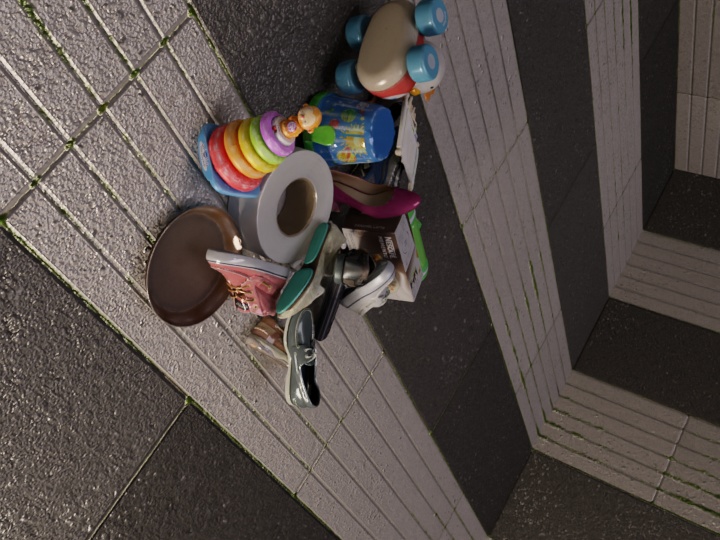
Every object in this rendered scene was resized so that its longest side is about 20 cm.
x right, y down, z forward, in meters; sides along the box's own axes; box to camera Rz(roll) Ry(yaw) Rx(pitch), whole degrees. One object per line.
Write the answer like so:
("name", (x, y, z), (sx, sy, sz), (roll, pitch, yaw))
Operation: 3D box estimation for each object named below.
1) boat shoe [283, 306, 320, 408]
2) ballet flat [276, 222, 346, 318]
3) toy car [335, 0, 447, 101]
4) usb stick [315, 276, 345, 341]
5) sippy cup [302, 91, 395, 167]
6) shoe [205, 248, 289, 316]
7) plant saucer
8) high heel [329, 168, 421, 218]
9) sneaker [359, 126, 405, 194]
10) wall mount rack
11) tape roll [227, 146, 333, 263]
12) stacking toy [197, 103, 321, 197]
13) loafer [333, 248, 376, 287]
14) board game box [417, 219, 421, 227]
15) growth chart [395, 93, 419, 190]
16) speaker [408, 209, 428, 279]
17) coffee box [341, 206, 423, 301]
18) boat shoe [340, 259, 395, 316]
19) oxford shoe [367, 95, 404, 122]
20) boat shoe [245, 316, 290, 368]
("boat shoe", (-0.099, 0.159, 1.401), (0.073, 0.062, 0.201), (-10, 107, -50))
("ballet flat", (-0.077, 0.007, 1.316), (0.062, 0.067, 0.201), (39, 65, -29))
("toy car", (0.091, -0.363, 1.365), (0.200, 0.183, 0.178), (31, 65, -49))
("usb stick", (-0.058, 0.064, 1.504), (0.056, 0.032, 0.201), (-60, 172, -45))
("sippy cup", (-0.014, -0.247, 1.350), (0.178, 0.130, 0.140), (-59, 144, -32))
("shoe", (-0.189, 0.023, 1.246), (0.200, 0.071, 0.092), (19, 85, -63))
("plant saucer", (-0.269, -0.009, 1.205), (0.200, 0.032, 0.201), (-34, 134, -44))
("high heel", (0.010, -0.149, 1.403), (0.096, 0.199, 0.068), (74, 18, -52))
("sneaker", (0.045, -0.226, 1.522), (0.079, 0.089, 0.201), (83, 21, -44))
("wall mount rack", (-0.098, 0.006, 1.442), (0.200, 0.074, 0.174), (-49, 176, -28))
("tape roll", (-0.135, -0.116, 1.313), (0.202, 0.070, 0.204), (-33, 133, -45))
("stacking toy", (-0.137, -0.194, 1.132), (0.109, 0.199, 0.117), (4, 70, -55))
("loafer", (0.000, 0.000, 1.373), (0.200, 0.062, 0.072), (-18, 113, -79))
("board game box", (0.051, -0.081, 1.642), (0.154, 0.040, 0.200), (-64, 148, -9))
("growth chart", (0.096, -0.249, 1.498), (0.200, 0.018, 0.146), (62, 35, -67))
("speaker", (0.089, -0.061, 1.593), (0.089, 0.088, 0.201), (-51, 143, -28))
("coffee box", (0.048, -0.037, 1.502), (0.201, 0.114, 0.080), (72, 32, -45))
("boat shoe", (0.028, 0.037, 1.480), (0.067, 0.200, 0.074), (38, 63, -10))
("oxford shoe", (0.067, -0.345, 1.491), (0.071, 0.073, 0.201), (38, 75, -56))
("boat shoe", (-0.140, 0.146, 1.449), (0.072, 0.075, 0.200), (-64, 149, -13))
